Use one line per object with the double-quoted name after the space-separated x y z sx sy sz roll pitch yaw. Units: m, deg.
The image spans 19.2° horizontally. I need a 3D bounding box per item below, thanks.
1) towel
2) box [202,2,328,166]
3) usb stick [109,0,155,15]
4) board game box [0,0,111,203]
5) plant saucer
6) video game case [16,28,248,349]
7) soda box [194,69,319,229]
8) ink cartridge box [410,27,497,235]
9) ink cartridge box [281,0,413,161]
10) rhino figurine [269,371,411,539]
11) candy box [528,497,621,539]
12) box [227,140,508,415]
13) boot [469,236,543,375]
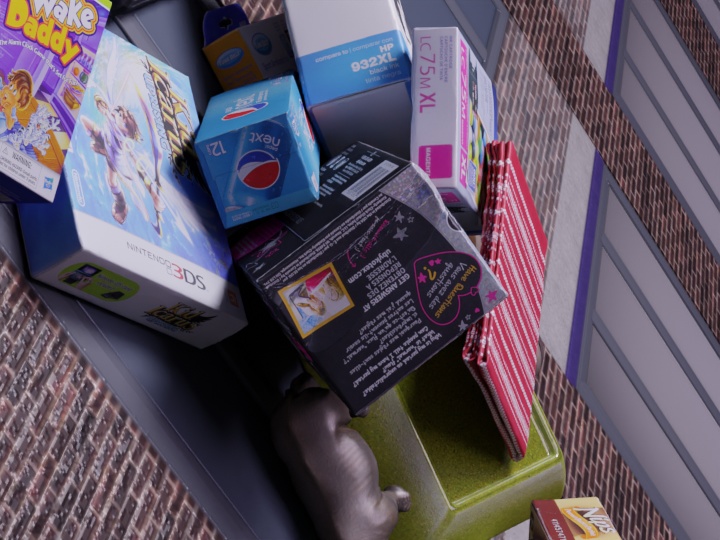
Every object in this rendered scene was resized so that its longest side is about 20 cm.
0.109 0.020 1.576 0.145 0.022 0.201 63 29 -52 "towel"
-0.053 -0.122 1.671 0.200 0.041 0.119 64 22 -5 "box"
-0.153 -0.229 1.578 0.056 0.033 0.200 61 23 -7 "usb stick"
-0.237 -0.139 1.212 0.200 0.045 0.135 34 64 -49 "board game box"
0.067 0.104 1.590 0.200 0.048 0.200 -19 82 -46 "plant saucer"
-0.158 -0.066 1.377 0.181 0.045 0.201 29 40 -56 "video game case"
-0.069 -0.087 1.481 0.200 0.068 0.064 -93 164 -77 "soda box"
0.073 -0.096 1.584 0.200 0.042 0.120 44 46 -75 "ink cartridge box"
-0.006 -0.177 1.623 0.145 0.083 0.200 65 10 -60 "ink cartridge box"
-0.003 0.163 1.446 0.200 0.060 0.087 66 19 1 "rhino figurine"
0.152 0.275 1.500 0.115 0.055 0.201 -112 -158 -65 "candy box"
0.000 0.000 1.429 0.115 0.132 0.200 54 -4 -13 "box"
0.096 0.008 1.833 0.201 0.070 0.146 70 17 11 "boot"
